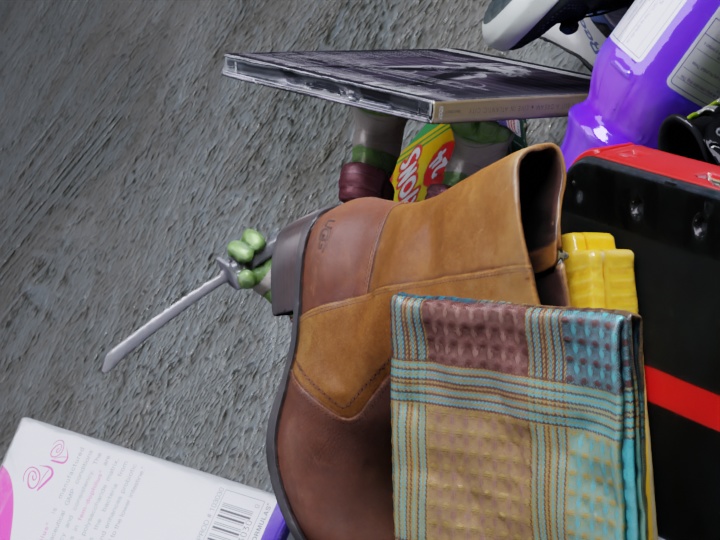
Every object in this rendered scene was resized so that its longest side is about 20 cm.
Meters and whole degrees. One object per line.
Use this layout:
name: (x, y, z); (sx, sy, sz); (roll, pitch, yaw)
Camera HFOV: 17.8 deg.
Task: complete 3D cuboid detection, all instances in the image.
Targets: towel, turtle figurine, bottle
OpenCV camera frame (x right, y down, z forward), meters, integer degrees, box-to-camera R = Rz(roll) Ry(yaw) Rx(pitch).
towel: (0.064, 0.113, 0.968); (0.146, 0.022, 0.202); (4, 99, 47)
turtle figurine: (0.000, 0.000, 1.233); (0.144, 0.199, 0.195); (13, 87, 57)
bottle: (0.162, -0.102, 1.168); (0.201, 0.083, 0.065); (-55, 50, 15)

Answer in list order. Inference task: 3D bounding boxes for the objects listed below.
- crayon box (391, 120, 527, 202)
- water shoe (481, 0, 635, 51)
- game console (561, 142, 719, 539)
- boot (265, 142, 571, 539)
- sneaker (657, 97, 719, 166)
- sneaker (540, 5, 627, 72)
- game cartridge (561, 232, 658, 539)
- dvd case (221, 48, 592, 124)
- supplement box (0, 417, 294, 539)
crayon box: (0.025, -0.005, 1.407); (0.200, 0.051, 0.127); (-49, 22, 27)
water shoe: (0.156, -0.162, 1.200); (0.200, 0.079, 0.071); (-38, 10, -8)
game console: (0.137, 0.044, 0.976); (0.200, 0.031, 0.178); (-156, 67, -63)
boot: (0.039, 0.051, 1.048); (0.199, 0.068, 0.190); (-11, 75, 54)
sneaker: (0.181, -0.062, 1.062); (0.072, 0.083, 0.201); (-31, 34, 52)
sneaker: (0.125, -0.190, 1.311); (0.115, 0.080, 0.201); (118, 141, -62)
game cartridge: (0.074, 0.091, 1.040); (0.176, 0.032, 0.202); (163, 103, -64)
dvd case: (0.046, -0.100, 1.238); (0.148, 0.199, 0.016); (16, 106, 39)
supplement box: (-0.111, 0.165, 1.281); (0.199, 0.103, 0.102); (14, 73, 33)
